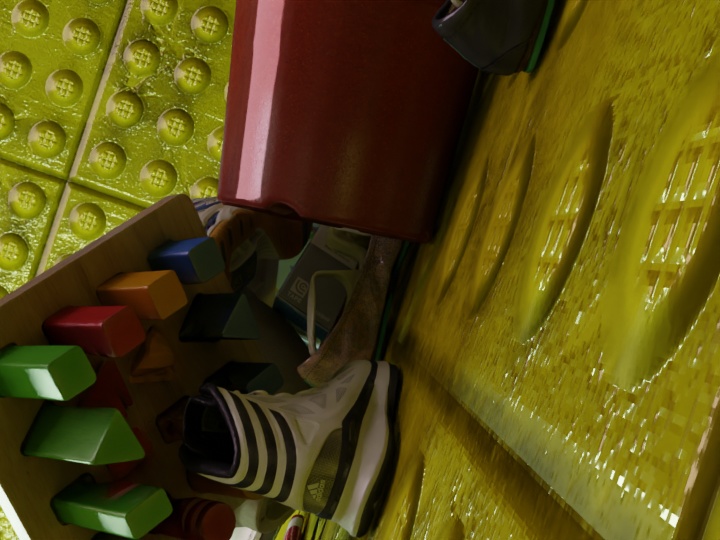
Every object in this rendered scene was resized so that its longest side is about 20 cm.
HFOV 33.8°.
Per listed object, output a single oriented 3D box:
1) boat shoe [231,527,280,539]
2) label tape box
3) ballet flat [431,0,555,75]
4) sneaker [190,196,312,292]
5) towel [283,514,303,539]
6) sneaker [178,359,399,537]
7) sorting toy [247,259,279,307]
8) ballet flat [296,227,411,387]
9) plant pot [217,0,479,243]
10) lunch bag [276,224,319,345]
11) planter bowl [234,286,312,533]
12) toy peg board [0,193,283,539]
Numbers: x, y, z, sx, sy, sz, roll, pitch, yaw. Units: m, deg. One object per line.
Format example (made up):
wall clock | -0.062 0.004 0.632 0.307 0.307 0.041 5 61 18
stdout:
boat shoe | -0.073 0.188 1.146 0.072 0.060 0.203 -19 45 44
label tape box | 0.002 -0.034 1.019 0.201 0.066 0.143 -56 0 -11
ballet flat | 0.084 -0.196 0.570 0.073 0.073 0.201 -86 15 -78
sneaker | -0.102 -0.038 0.901 0.200 0.087 0.076 -35 -53 -62
towel | -0.086 0.311 0.988 0.200 0.023 0.145 -80 10 -70
sneaker | -0.041 0.081 0.696 0.201 0.115 0.076 -89 18 -81
sorting toy | -0.133 0.043 1.011 0.185 0.036 0.201 -40 -27 -45
ballet flat | 0.000 0.000 0.892 0.068 0.067 0.201 117 171 -66
plant pot | -0.008 -0.127 0.792 0.201 0.199 0.197 -148 69 -87
lunch bag | -0.080 0.016 1.186 0.199 0.082 0.162 6 -72 -52
planter bowl | -0.098 0.128 0.962 0.200 0.134 0.201 -50 -21 -26
toy peg board | -0.116 0.083 0.711 0.097 0.201 0.199 -2 27 47
